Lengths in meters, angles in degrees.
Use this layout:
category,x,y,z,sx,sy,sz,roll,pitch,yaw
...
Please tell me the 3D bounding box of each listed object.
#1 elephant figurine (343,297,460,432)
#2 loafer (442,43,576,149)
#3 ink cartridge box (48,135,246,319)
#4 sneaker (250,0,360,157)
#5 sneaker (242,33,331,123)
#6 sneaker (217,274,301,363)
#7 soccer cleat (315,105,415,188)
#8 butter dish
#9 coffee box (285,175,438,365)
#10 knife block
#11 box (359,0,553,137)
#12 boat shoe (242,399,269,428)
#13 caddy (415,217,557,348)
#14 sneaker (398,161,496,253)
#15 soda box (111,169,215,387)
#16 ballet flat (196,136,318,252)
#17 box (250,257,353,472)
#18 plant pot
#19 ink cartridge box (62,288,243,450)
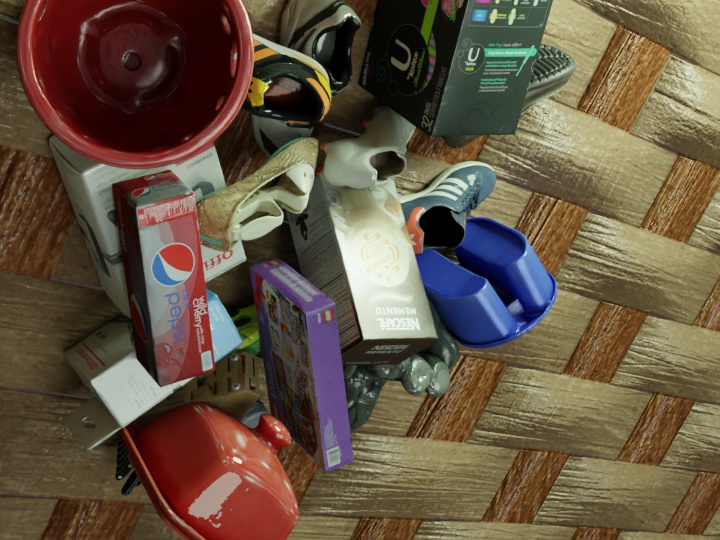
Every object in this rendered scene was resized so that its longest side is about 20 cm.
category,x,y,z,sx,sy,sz,roll,pitch,yaw
elephant figurine,0.010,0.106,1.733,0.141,0.200,0.155,44,52,-25
loafer,0.167,-0.207,1.683,0.200,0.073,0.071,-25,142,-17
ink cartridge box,-0.214,-0.069,1.448,0.145,0.085,0.200,-30,135,-20
sneaker,-0.056,-0.196,1.487,0.075,0.088,0.201,-7,124,-38
sneaker,-0.120,-0.196,1.389,0.199,0.090,0.070,16,112,-15
sneaker,-0.115,0.079,1.637,0.200,0.074,0.084,-26,128,-24
soccer cleat,0.026,-0.133,1.562,0.200,0.077,0.070,-39,143,-54
butter dish,-0.137,0.212,1.491,0.148,0.200,0.200,-42,126,-2
coffee box,0.000,0.000,1.582,0.114,0.201,0.080,0,156,-39
knife block,-0.189,0.191,1.605,0.199,0.064,0.176,-15,131,6
box,0.106,-0.264,1.526,0.124,0.149,0.201,-6,122,-35
boat shoe,-0.166,0.205,1.689,0.073,0.065,0.200,-11,146,-42
caddy,0.152,0.021,1.734,0.141,0.200,0.105,-37,119,-12
sneaker,0.110,-0.068,1.699,0.200,0.084,0.075,-30,133,-35
soda box,-0.192,0.008,1.387,0.063,0.070,0.201,-16,120,-24
ballet flat,-0.094,-0.072,1.448,0.200,0.065,0.071,-38,151,-37
box,-0.064,0.102,1.544,0.039,0.137,0.201,-19,120,-24
plant pot,-0.202,-0.195,1.266,0.200,0.182,0.201,-1,98,-9
ink cartridge box,-0.238,0.094,1.507,0.200,0.116,0.067,-35,115,-15
